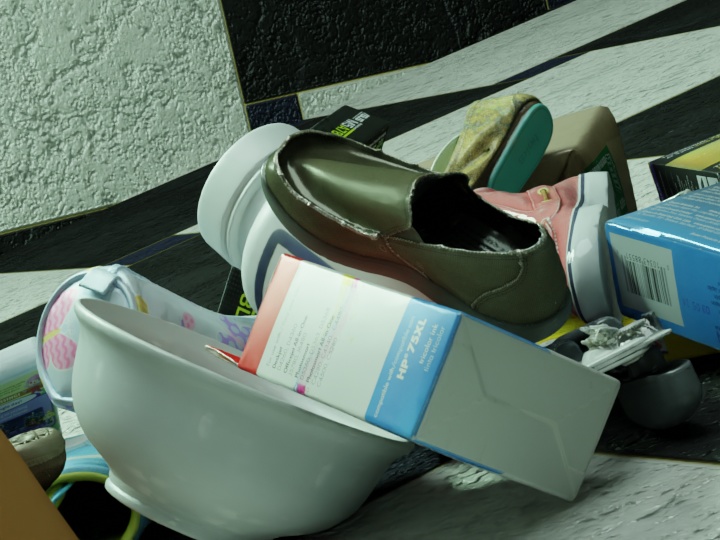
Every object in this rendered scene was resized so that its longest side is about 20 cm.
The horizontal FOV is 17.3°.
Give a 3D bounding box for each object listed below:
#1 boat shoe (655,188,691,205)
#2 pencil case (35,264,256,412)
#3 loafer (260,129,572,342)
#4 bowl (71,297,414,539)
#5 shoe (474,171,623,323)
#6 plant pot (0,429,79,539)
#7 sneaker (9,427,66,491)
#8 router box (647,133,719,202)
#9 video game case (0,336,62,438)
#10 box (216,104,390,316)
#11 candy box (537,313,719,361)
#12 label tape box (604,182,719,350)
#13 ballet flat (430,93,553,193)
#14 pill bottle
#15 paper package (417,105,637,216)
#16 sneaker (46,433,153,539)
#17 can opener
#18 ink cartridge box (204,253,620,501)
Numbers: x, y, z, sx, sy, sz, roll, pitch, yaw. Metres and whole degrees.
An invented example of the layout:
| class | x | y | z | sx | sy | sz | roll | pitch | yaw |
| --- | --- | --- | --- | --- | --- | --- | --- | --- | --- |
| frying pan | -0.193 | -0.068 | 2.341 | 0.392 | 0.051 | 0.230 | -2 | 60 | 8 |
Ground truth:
| class | x | y | z | sx | sy | sz | roll | pitch | yaw |
| --- | --- | --- | --- | --- | --- | --- | --- | --- | --- |
| boat shoe | 0.139 | -0.001 | 1.557 | 0.199 | 0.067 | 0.074 | -19 | 9 | 12 |
| pencil case | -0.105 | 0.057 | 1.441 | 0.083 | 0.091 | 0.199 | 38 | 13 | 38 |
| loafer | 0.032 | -0.034 | 1.295 | 0.199 | 0.070 | 0.075 | 26 | 49 | 23 |
| bowl | -0.078 | 0.094 | 1.280 | 0.200 | 0.091 | 0.201 | 23 | 1 | 0 |
| shoe | 0.109 | -0.009 | 1.430 | 0.090 | 0.072 | 0.200 | -9 | 15 | 9 |
| plant pot | -0.234 | 0.158 | 1.218 | 0.199 | 0.141 | 0.200 | -21 | 9 | 4 |
| sneaker | -0.231 | 0.155 | 1.353 | 0.199 | 0.076 | 0.070 | -28 | 2 | 31 |
| router box | 0.325 | -0.087 | 1.696 | 0.199 | 0.053 | 0.157 | -22 | 9 | -9 |
| video game case | -0.282 | 0.135 | 1.496 | 0.199 | 0.022 | 0.183 | -23 | -32 | -15 |
| box | -0.049 | -0.006 | 1.681 | 0.047 | 0.194 | 0.200 | 20 | 19 | 10 |
| candy box | 0.155 | 0.037 | 1.424 | 0.199 | 0.027 | 0.102 | -13 | 11 | 38 |
| label tape box | 0.259 | -0.019 | 1.319 | 0.199 | 0.064 | 0.144 | -19 | 17 | -21 |
| ballet flat | 0.063 | -0.041 | 1.579 | 0.070 | 0.071 | 0.201 | -11 | 40 | 48 |
| pill bottle | 0.000 | 0.000 | 1.397 | 0.119 | 0.120 | 0.200 | -26 | 50 | -34 |
| paper package | 0.102 | -0.035 | 1.738 | 0.189 | 0.104 | 0.200 | -18 | 8 | 16 |
| sneaker | -0.210 | 0.150 | 1.413 | 0.199 | 0.080 | 0.131 | -20 | 7 | 8 |
| can opener | 0.127 | 0.058 | 1.283 | 0.052 | 0.067 | 0.200 | -25 | 1 | -10 |
| ink cartridge box | 0.021 | 0.049 | 1.210 | 0.116 | 0.068 | 0.199 | 23 | -3 | -37 |
